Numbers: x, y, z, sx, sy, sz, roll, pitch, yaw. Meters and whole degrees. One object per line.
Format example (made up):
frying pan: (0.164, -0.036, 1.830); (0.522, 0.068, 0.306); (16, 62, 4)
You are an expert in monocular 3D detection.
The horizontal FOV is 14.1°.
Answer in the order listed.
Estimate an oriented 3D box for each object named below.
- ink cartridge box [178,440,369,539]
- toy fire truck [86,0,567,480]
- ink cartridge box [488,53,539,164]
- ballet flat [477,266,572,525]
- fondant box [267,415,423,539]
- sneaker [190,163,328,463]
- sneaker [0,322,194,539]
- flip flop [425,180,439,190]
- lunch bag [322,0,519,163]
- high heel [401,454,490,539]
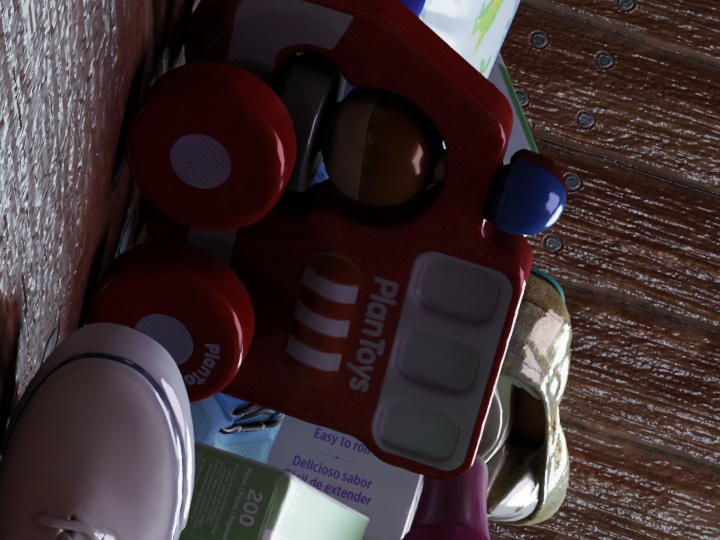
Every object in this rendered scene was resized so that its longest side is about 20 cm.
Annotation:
ink cartridge box: (-0.020, 0.114, 1.197); (0.146, 0.199, 0.048); (41, 66, -73)
toy fire truck: (-0.008, -0.021, 1.165); (0.112, 0.167, 0.201); (-67, 174, -58)
ink cartridge box: (0.017, -0.040, 1.603); (0.200, 0.084, 0.146); (112, -31, -45)
ballet flat: (0.063, 0.077, 1.384); (0.200, 0.070, 0.071); (91, 16, -53)
fondant box: (-0.061, 0.149, 1.386); (0.058, 0.144, 0.201); (90, 17, -72)
sneaker: (-0.048, 0.034, 1.299); (0.078, 0.090, 0.201); (-20, 131, -43)
sneaker: (-0.108, 0.116, 1.048); (0.071, 0.073, 0.201); (-73, 179, -64)
flip flop: (0.000, 0.000, 1.359); (0.081, 0.199, 0.058); (-36, 106, -60)
lunch bag: (0.020, -0.145, 1.359); (0.200, 0.127, 0.171); (-83, -172, -58)
high heel: (0.041, 0.177, 1.372); (0.200, 0.067, 0.096); (77, 17, -50)
